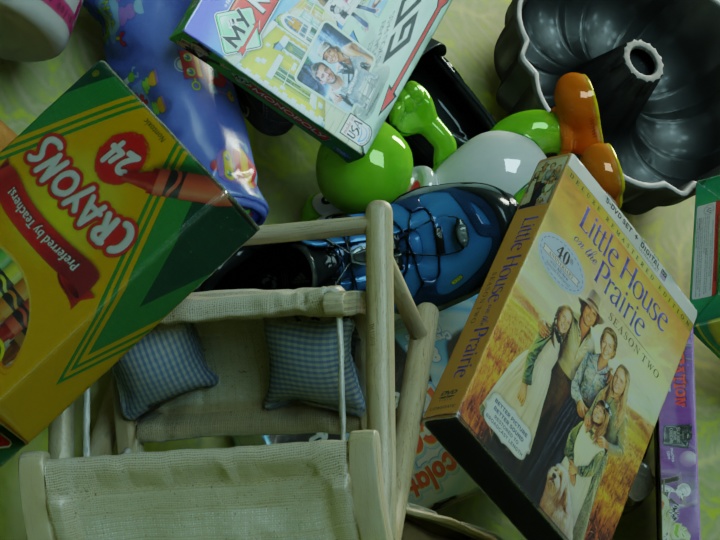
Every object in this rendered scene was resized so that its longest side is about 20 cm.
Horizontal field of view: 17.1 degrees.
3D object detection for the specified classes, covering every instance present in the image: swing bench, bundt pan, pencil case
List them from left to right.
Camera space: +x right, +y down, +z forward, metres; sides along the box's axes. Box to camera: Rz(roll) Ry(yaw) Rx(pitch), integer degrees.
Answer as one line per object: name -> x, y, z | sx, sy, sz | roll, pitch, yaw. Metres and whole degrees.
pencil case -> -0.117, -0.104, 1.458 | 0.078, 0.087, 0.201 | 3, 62, -42
swing bench -> -0.069, 0.086, 1.296 | 0.197, 0.130, 0.201 | -5, 58, 15
bundt pan -> 0.174, -0.125, 1.644 | 0.201, 0.076, 0.203 | 14, 58, -24

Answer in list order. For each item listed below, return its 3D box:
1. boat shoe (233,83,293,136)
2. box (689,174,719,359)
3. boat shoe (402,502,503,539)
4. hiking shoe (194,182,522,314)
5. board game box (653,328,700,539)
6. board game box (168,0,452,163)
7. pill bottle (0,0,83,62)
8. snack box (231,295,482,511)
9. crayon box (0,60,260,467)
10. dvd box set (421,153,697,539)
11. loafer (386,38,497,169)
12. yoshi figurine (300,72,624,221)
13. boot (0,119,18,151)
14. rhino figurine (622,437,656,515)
boat shoe -> -0.073, -0.160, 1.522 | 0.069, 0.067, 0.201 | 0, 42, -28
box -> 0.287, 0.031, 1.608 | 0.200, 0.048, 0.118 | 39, 48, -40
boat shoe -> 0.048, 0.180, 1.394 | 0.199, 0.062, 0.074 | 26, 73, -32
hiking shoe -> 0.000, 0.000, 1.406 | 0.087, 0.199, 0.075 | -25, 99, -73
board game box -> 0.197, 0.138, 1.494 | 0.032, 0.120, 0.201 | -3, 61, 9
board game box -> -0.009, -0.185, 1.438 | 0.134, 0.029, 0.201 | 33, 74, -16
pill bottle -> -0.196, -0.237, 1.433 | 0.113, 0.113, 0.201 | 24, 74, -17
snack box -> 0.019, 0.094, 1.461 | 0.199, 0.037, 0.117 | -17, 76, -36
crayon box -> -0.168, 0.000, 1.273 | 0.200, 0.051, 0.127 | -44, 57, -3
dvd box set -> 0.119, 0.054, 1.375 | 0.146, 0.029, 0.201 | 49, 49, -28
loafer -> 0.028, -0.135, 1.568 | 0.068, 0.070, 0.201 | -33, 84, -40
yoshi figurine -> 0.056, -0.063, 1.480 | 0.198, 0.112, 0.113 | -15, 100, 0
boot -> -0.218, -0.077, 1.366 | 0.200, 0.071, 0.145 | -15, 83, -12
rhino figurine -> 0.154, 0.063, 1.501 | 0.059, 0.087, 0.202 | 0, 88, 3
